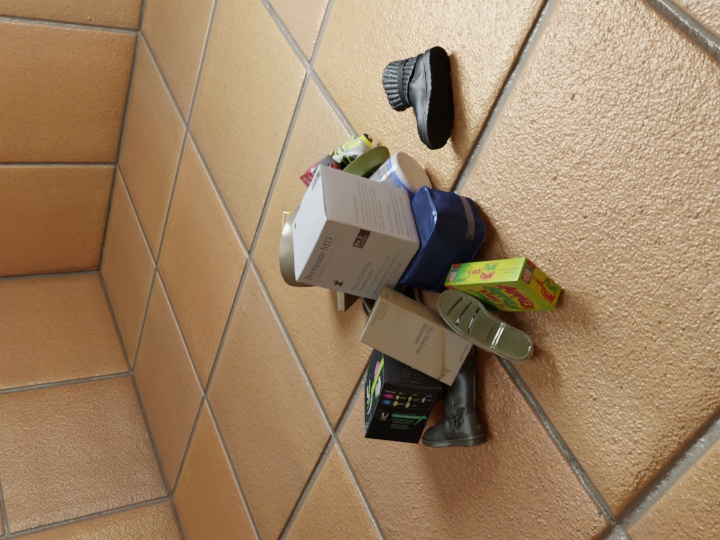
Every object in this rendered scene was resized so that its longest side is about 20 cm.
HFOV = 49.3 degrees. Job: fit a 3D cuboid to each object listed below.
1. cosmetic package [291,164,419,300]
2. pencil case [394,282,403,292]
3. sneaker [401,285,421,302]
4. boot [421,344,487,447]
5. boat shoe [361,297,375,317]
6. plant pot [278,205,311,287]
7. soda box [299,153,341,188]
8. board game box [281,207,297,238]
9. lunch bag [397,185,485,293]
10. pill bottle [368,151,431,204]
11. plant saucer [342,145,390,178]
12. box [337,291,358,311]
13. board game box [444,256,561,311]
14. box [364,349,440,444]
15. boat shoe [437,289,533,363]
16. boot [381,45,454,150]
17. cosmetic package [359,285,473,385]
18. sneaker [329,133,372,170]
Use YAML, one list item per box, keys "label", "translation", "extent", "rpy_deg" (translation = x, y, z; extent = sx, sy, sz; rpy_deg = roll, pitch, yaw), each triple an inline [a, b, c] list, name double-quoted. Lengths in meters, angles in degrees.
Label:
- label: "cosmetic package"
  translation: [-0.015, -0.070, 1.525]
  extent: [0.167, 0.196, 0.166]
  rpy_deg: [-100, 31, -45]
- label: "pencil case"
  translation: [0.000, 0.000, 1.678]
  extent: [0.197, 0.092, 0.087]
  rpy_deg: [23, 83, 24]
- label: "sneaker"
  translation: [0.098, 0.117, 1.705]
  extent: [0.089, 0.074, 0.205]
  rpy_deg: [-9, 88, 58]
- label: "boot"
  translation: [0.179, 0.252, 1.596]
  extent: [0.180, 0.072, 0.205]
  rpy_deg: [-17, 86, 44]
- label: "boat shoe"
  translation: [0.032, 0.074, 1.774]
  extent: [0.065, 0.072, 0.204]
  rpy_deg: [-12, 101, 64]
- label: "plant pot"
  translation: [-0.094, -0.050, 1.911]
  extent: [0.132, 0.200, 0.205]
  rpy_deg: [11, 105, 23]
- label: "soda box"
  translation: [-0.093, -0.225, 1.893]
  extent: [0.070, 0.063, 0.200]
  rpy_deg: [50, 173, -9]
- label: "board game box"
  translation: [-0.141, -0.113, 1.977]
  extent: [0.029, 0.200, 0.098]
  rpy_deg: [10, 106, 19]
- label: "lunch bag"
  translation: [0.153, -0.049, 1.539]
  extent: [0.137, 0.130, 0.202]
  rpy_deg: [-102, 31, -47]
- label: "pill bottle"
  translation: [0.047, -0.145, 1.664]
  extent: [0.200, 0.113, 0.115]
  rpy_deg: [-42, 58, 29]
- label: "plant saucer"
  translation: [-0.001, -0.187, 1.726]
  extent: [0.031, 0.198, 0.201]
  rpy_deg: [45, 135, 16]
- label: "box"
  translation: [-0.027, -0.020, 1.836]
  extent: [0.021, 0.163, 0.205]
  rpy_deg: [1, 99, 13]
- label: "board game box"
  translation: [0.253, 0.029, 1.414]
  extent: [0.199, 0.101, 0.048]
  rpy_deg: [-5, 53, 58]
- label: "box"
  translation: [0.083, 0.238, 1.628]
  extent: [0.151, 0.121, 0.203]
  rpy_deg: [-91, 11, -45]
- label: "boat shoe"
  translation: [0.226, 0.110, 1.444]
  extent: [0.198, 0.075, 0.069]
  rpy_deg: [35, 171, 23]
- label: "boot"
  translation: [0.114, -0.341, 1.611]
  extent: [0.156, 0.078, 0.217]
  rpy_deg: [-7, 77, 51]
- label: "cosmetic package"
  translation: [0.108, 0.124, 1.501]
  extent: [0.073, 0.197, 0.105]
  rpy_deg: [-66, 1, -72]
- label: "sneaker"
  translation: [-0.022, -0.274, 1.867]
  extent: [0.077, 0.075, 0.199]
  rpy_deg: [-61, 24, -12]
